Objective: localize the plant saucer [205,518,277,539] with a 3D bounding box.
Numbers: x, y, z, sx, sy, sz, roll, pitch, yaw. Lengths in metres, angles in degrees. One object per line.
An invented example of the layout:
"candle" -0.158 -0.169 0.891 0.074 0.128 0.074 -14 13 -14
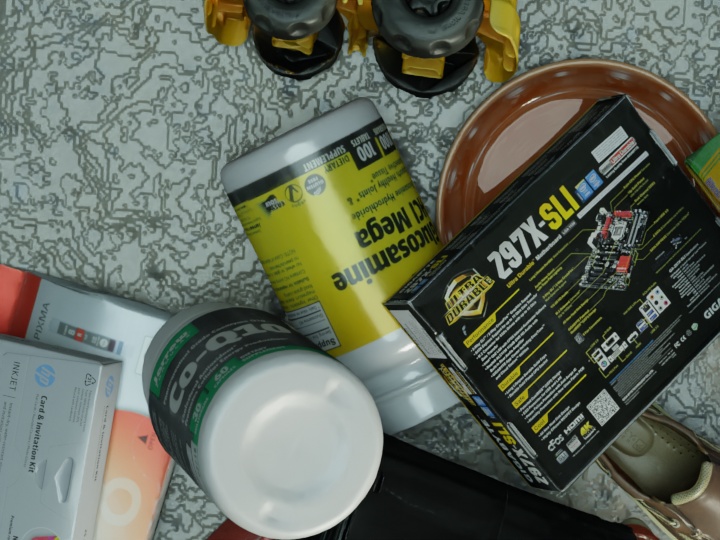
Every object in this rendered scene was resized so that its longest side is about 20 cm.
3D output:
"plant saucer" -0.037 0.256 1.574 0.200 0.037 0.200 -43 93 5

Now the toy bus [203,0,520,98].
"toy bus" 0.010 -0.220 1.491 0.198 0.136 0.194 6 82 2

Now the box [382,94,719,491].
"box" 0.138 0.014 1.475 0.200 0.049 0.160 -44 102 -15

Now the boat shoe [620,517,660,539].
"boat shoe" 0.168 0.263 1.558 0.071 0.063 0.201 6 110 -5

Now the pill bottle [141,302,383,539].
"pill bottle" -0.068 0.085 1.441 0.112 0.200 0.114 -3 101 -18

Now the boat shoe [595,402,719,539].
"boat shoe" 0.215 0.143 1.542 0.202 0.075 0.075 33 95 -3

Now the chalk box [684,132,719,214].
"chalk box" 0.327 -0.063 1.458 0.200 0.124 0.125 -36 120 5

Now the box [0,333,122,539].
"box" -0.265 0.114 1.535 0.199 0.041 0.157 11 94 16

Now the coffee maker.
"coffee maker" 0.065 0.174 1.471 0.199 0.192 0.135 21 56 -17

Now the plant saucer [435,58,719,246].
"plant saucer" 0.149 -0.039 1.548 0.199 0.032 0.202 0 96 1

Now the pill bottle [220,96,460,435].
"pill bottle" 0.000 0.000 1.512 0.112 0.112 0.201 -26 95 3

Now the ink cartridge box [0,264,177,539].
"ink cartridge box" -0.213 0.085 1.553 0.199 0.050 0.163 16 95 -4
